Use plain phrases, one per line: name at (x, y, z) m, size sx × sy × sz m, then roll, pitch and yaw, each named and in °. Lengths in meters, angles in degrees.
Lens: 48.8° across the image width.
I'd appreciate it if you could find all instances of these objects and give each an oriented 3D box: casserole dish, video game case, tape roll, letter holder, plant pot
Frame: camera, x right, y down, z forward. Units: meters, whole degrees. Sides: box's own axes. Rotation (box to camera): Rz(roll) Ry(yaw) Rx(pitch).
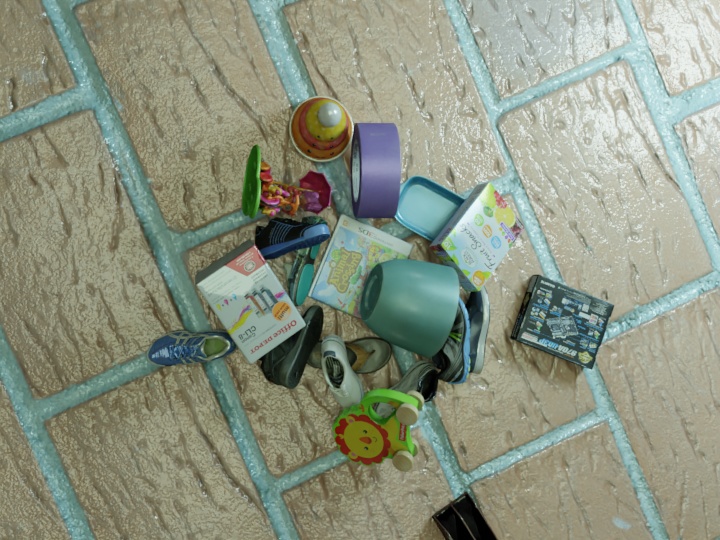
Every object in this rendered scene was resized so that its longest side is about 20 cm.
casserole dish at (0.163, -0.130, 1.788) m, size 0.198 × 0.039 × 0.122 m, roll 28°, pitch 86°, yaw -5°
video game case at (0.000, 0.000, 1.774) m, size 0.180 × 0.022 × 0.202 m, roll 23°, pitch 87°, yaw -6°
tape roll at (0.030, -0.212, 1.690) m, size 0.084 × 0.200 × 0.203 m, roll -1°, pitch 90°, yaw -6°
letter holder at (0.261, 0.614, 1.740) m, size 0.100 × 0.142 × 0.201 m, roll -32°, pitch 93°, yaw -6°
plant pot at (0.094, 0.066, 1.682) m, size 0.159 × 0.200 × 0.203 m, roll 17°, pitch 87°, yaw -16°

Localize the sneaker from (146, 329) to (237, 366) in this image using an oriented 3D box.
sneaker at (-0.361, 0.162, 1.699) m, size 0.197 × 0.077 × 0.077 m, roll -11°, pitch 91°, yaw -7°

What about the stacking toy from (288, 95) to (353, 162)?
stacking toy at (-0.078, -0.315, 1.677) m, size 0.144 × 0.200 × 0.148 m, roll 0°, pitch 89°, yaw -7°

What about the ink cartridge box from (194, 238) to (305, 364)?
ink cartridge box at (-0.229, 0.062, 1.643) m, size 0.145 × 0.145 × 0.201 m, roll -34°, pitch 104°, yaw -7°

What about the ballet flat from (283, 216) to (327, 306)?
ballet flat at (-0.131, -0.024, 1.743) m, size 0.073 × 0.074 × 0.202 m, roll 19°, pitch 85°, yaw -7°

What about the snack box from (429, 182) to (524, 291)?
snack box at (0.260, -0.074, 1.750) m, size 0.142 × 0.053 × 0.200 m, roll 48°, pitch 66°, yaw -17°

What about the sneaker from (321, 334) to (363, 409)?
sneaker at (-0.046, 0.237, 1.708) m, size 0.072 × 0.071 × 0.202 m, roll -11°, pitch 120°, yaw 18°

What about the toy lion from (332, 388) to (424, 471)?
toy lion at (0.033, 0.340, 1.709) m, size 0.189 × 0.069 × 0.202 m, roll 12°, pitch 119°, yaw 14°

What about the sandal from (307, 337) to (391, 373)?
sandal at (-0.028, 0.186, 1.751) m, size 0.197 × 0.055 × 0.083 m, roll 5°, pitch 89°, yaw -7°

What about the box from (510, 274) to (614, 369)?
box at (0.463, 0.118, 1.818) m, size 0.198 × 0.046 × 0.161 m, roll 20°, pitch 87°, yaw -7°

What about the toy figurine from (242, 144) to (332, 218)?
toy figurine at (-0.146, -0.166, 1.689) m, size 0.182 × 0.201 × 0.152 m, roll 8°, pitch 118°, yaw -18°

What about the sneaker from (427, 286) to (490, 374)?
sneaker at (0.209, 0.125, 1.771) m, size 0.144 × 0.077 × 0.205 m, roll 6°, pitch 90°, yaw -10°

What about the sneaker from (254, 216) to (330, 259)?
sneaker at (-0.152, -0.082, 1.689) m, size 0.198 × 0.070 × 0.079 m, roll -16°, pitch 78°, yaw 33°

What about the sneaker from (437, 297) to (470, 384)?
sneaker at (0.189, 0.141, 1.698) m, size 0.081 × 0.071 × 0.203 m, roll -1°, pitch 85°, yaw -8°

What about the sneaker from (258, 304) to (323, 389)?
sneaker at (-0.156, 0.154, 1.723) m, size 0.113 × 0.076 × 0.201 m, roll 11°, pitch 62°, yaw 28°

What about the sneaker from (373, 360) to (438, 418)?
sneaker at (0.098, 0.284, 1.736) m, size 0.075 × 0.115 × 0.201 m, roll 40°, pitch 85°, yaw -5°
